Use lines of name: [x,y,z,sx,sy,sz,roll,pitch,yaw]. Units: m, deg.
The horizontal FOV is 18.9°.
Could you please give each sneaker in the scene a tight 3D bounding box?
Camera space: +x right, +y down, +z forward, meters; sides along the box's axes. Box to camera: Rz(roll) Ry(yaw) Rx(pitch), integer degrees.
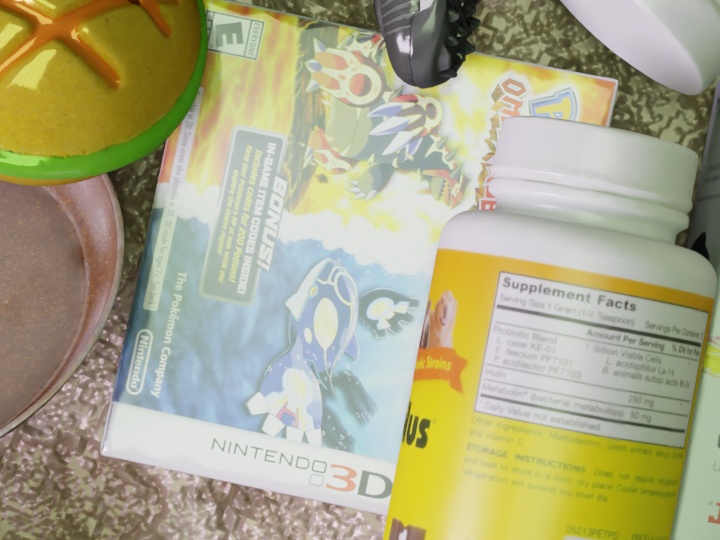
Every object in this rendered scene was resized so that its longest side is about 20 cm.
sneaker: [0.003,-0.165,0.898,0.090,0.066,0.200,-7,72,12]

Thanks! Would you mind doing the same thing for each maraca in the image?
maraca: [-0.132,-0.118,0.880,0.137,0.107,0.200,2,55,-17]

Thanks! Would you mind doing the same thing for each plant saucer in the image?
plant saucer: [-0.193,0.007,0.885,0.200,0.035,0.201,-3,55,4]

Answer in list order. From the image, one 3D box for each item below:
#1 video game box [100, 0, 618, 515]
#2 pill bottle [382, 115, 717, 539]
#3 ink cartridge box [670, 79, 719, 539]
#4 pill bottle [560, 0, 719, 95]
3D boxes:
video game box: [0.000,0.000,0.911,0.182,0.047,0.200,11,89,0]
pill bottle: [0.074,0.046,0.832,0.109,0.109,0.200,11,89,3]
ink cartridge box: [0.204,0.029,0.878,0.145,0.083,0.200,10,88,-2]
pill bottle: [0.168,-0.171,0.867,0.112,0.112,0.200,41,85,3]
